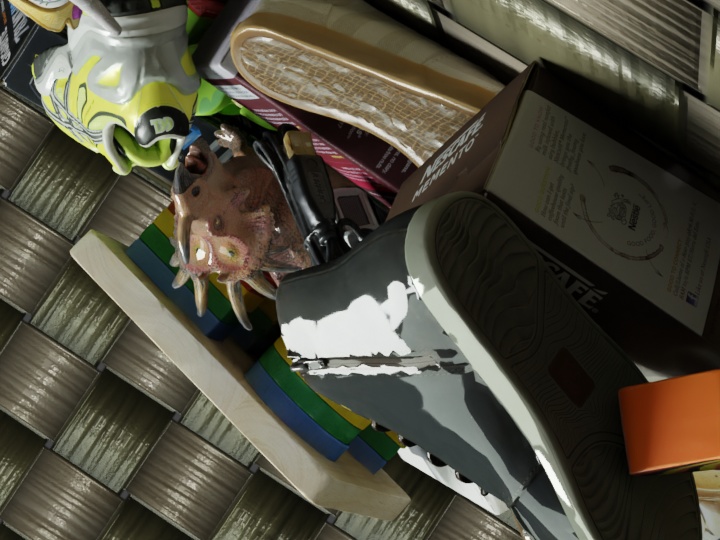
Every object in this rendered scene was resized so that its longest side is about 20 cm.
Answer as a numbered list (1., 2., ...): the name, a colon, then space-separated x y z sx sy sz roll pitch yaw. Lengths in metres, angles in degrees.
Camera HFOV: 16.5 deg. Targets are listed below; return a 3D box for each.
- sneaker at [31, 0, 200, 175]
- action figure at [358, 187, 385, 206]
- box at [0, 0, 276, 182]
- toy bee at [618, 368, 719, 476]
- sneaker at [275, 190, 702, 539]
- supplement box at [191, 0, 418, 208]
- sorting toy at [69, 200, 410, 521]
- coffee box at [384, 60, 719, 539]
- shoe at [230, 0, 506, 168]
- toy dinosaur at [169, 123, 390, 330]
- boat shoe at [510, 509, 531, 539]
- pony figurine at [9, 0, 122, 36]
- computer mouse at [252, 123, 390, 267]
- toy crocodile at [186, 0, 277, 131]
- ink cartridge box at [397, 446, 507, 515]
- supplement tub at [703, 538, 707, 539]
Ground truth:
1. sneaker: -0.125 -0.083 1.279 0.075 0.076 0.200 -9 173 -10
2. action figure: 0.037 -0.045 1.420 0.200 0.055 0.118 31 177 18
3. box: -0.124 -0.109 1.480 0.200 0.050 0.199 29 -168 -20
4. toy bee: 0.203 0.054 0.948 0.109 0.131 0.200 4 -173 -43
5. sneaker: 0.055 0.063 1.022 0.106 0.075 0.200 -21 107 46
6. supplement box: 0.017 -0.069 1.244 0.200 0.061 0.109 35 177 -13
7. sorting toy: -0.047 0.046 1.427 0.199 0.070 0.200 45 -177 15
8. coffee box: 0.113 0.017 1.064 0.200 0.080 0.113 34 141 -13
9. shoe: 0.038 -0.077 1.124 0.200 0.053 0.070 28 143 12
10. toy dinosaur: -0.027 -0.009 1.321 0.200 0.136 0.086 36 138 -19
11. boat shoe: 0.073 0.068 1.186 0.072 0.072 0.200 34 -163 -30
12. pony figurine: -0.180 -0.175 1.085 0.193 0.167 0.200 26 161 -5
13. computer mouse: 0.000 0.000 1.223 0.110 0.044 0.200 64 -170 20
14. toy crocodile: -0.104 -0.139 1.396 0.200 0.062 0.068 37 -166 14
15. ink cartridge box: 0.096 0.066 1.528 0.085 0.146 0.200 64 169 -13
16. supplement tub: 0.175 0.090 1.307 0.145 0.145 0.200 30 176 35
